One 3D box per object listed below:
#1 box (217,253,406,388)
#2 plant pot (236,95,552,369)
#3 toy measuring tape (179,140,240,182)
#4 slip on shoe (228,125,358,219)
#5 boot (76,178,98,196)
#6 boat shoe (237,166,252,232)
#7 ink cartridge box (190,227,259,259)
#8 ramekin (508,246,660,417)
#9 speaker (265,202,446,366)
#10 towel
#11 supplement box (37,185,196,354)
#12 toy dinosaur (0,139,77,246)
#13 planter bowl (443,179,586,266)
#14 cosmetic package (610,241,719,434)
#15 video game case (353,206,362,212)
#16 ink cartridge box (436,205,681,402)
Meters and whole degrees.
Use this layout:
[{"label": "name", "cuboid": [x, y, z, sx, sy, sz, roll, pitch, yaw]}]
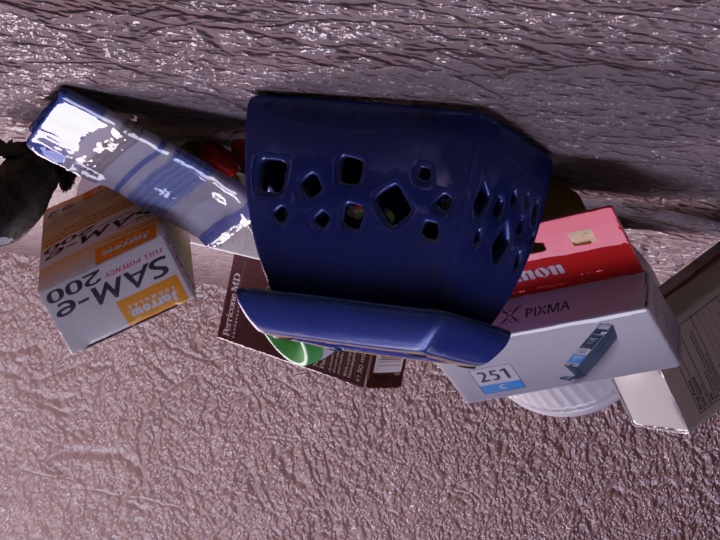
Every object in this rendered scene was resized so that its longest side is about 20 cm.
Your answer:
[{"label": "box", "cuboid": [-0.045, 0.047, 1.987, 0.199, 0.101, 0.075, 16, -172, 35]}, {"label": "plant pot", "cuboid": [0.022, -0.025, 1.490, 0.199, 0.181, 0.200, 7, 176, 22]}, {"label": "toy measuring tape", "cuboid": [-0.174, -0.099, 1.731, 0.199, 0.074, 0.073, 29, 166, -27]}, {"label": "slip on shoe", "cuboid": [-0.047, -0.040, 1.639, 0.074, 0.061, 0.200, -11, 121, 50]}, {"label": "boot", "cuboid": [-0.234, -0.068, 2.112, 0.095, 0.074, 0.200, 4, -170, -29]}, {"label": "boat shoe", "cuboid": [-0.088, -0.058, 1.874, 0.071, 0.070, 0.200, -13, 164, 27]}, {"label": "ink cartridge box", "cuboid": [-0.106, -0.042, 2.022, 0.199, 0.044, 0.196, 13, -173, 14]}, {"label": "ramekin", "cuboid": [0.196, 0.038, 1.919, 0.201, 0.204, 0.094, 6, 164, 28]}, {"label": "speaker", "cuboid": [0.000, 0.000, 1.766, 0.200, 0.089, 0.088, -38, -163, -23]}, {"label": "towel", "cuboid": [-0.183, -0.083, 1.633, 0.199, 0.024, 0.147, 29, 160, -15]}, {"label": "supplement box", "cuboid": [-0.226, -0.017, 1.781, 0.125, 0.074, 0.200, -25, -156, 3]}, {"label": "toy dinosaur", "cuboid": [-0.326, -0.074, 1.808, 0.102, 0.200, 0.077, 30, 158, 26]}, {"label": "planter bowl", "cuboid": [0.136, -0.038, 1.696, 0.199, 0.084, 0.200, 6, 175, 0]}, {"label": "cosmetic package", "cuboid": [0.322, 0.052, 1.760, 0.199, 0.104, 0.087, -32, -165, -25]}, {"label": "video game case", "cuboid": [0.032, -0.060, 2.038, 0.142, 0.018, 0.200, 11, 174, -34]}, {"label": "ink cartridge box", "cuboid": [0.147, 0.034, 1.609, 0.199, 0.045, 0.176, -12, 140, 23]}]
